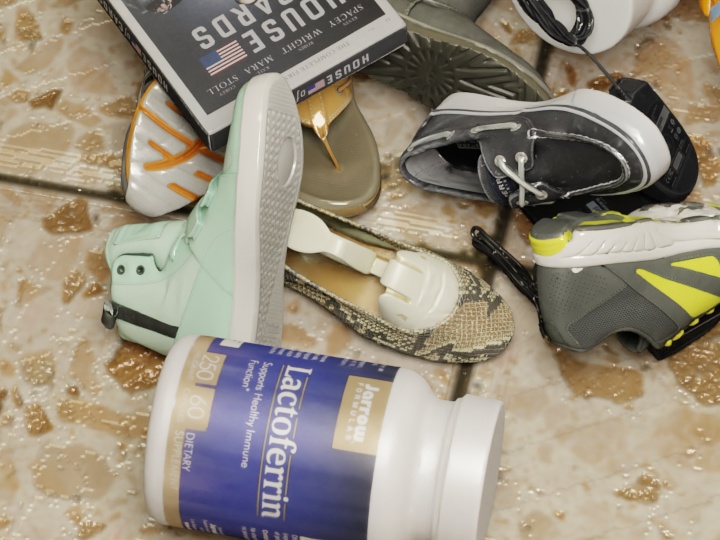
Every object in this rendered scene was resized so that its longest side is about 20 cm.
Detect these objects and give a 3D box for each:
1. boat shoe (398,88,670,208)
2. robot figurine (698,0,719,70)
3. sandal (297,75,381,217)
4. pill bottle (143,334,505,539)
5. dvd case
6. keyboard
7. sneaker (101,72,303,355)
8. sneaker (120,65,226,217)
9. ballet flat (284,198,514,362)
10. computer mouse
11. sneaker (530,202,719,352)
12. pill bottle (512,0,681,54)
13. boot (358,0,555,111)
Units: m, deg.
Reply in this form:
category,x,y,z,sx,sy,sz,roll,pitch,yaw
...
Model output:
category,x,y,z,sx,sy,sz,roll,pitch,yaw
boat shoe,0.102,-0.069,1.708,0.199,0.072,0.068,10,45,46
robot figurine,0.279,-0.104,1.767,0.058,0.145,0.201,-36,43,29
sandal,-0.033,-0.120,1.822,0.080,0.054,0.201,-6,56,-2
pill bottle,-0.020,0.108,1.631,0.199,0.116,0.116,8,56,7
dvd case,-0.085,-0.184,1.779,0.150,0.025,0.200,-30,61,-13
keyboard,0.137,-0.016,1.768,0.127,0.021,0.200,-27,58,-22
sneaker,-0.103,-0.032,1.693,0.118,0.201,0.074,15,21,19
sneaker,-0.112,-0.117,1.814,0.078,0.077,0.201,36,58,-24
ballet flat,0.000,0.000,1.726,0.199,0.075,0.068,24,76,17
computer mouse,0.151,-0.115,1.752,0.034,0.200,0.059,-12,38,42
sneaker,0.187,0.006,1.697,0.199,0.085,0.074,-2,11,-27
pill bottle,0.184,-0.229,1.824,0.113,0.114,0.200,27,44,19
boot,0.082,-0.187,1.852,0.181,0.073,0.200,31,43,5
